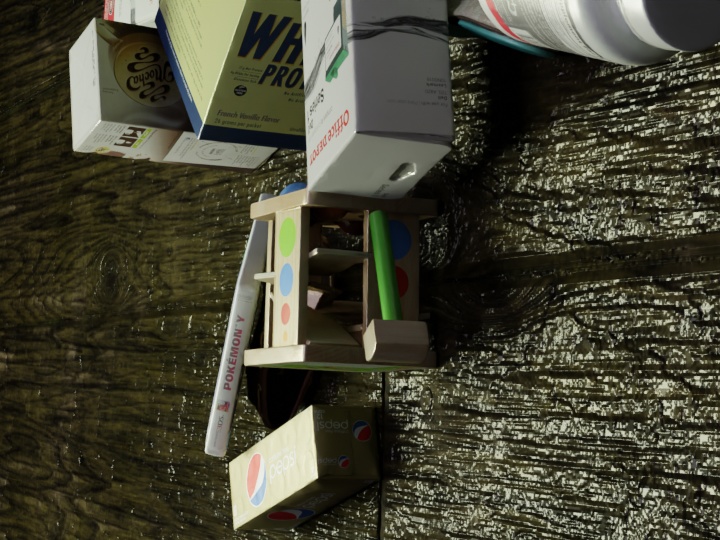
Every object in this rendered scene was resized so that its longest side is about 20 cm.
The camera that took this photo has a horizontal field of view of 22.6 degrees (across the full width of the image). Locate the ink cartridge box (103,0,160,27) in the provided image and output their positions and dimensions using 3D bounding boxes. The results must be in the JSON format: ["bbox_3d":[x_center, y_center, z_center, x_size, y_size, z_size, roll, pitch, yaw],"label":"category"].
[{"bbox_3d":[-0.219,-0.341,2.034,0.200,0.083,0.146,-179,94,-65],"label":"ink cartridge box"}]

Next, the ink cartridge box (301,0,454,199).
[{"bbox_3d":[0.010,-0.173,1.410,0.146,0.083,0.202,135,135,-67],"label":"ink cartridge box"}]

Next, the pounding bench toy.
[{"bbox_3d":[0.000,0.000,1.482,0.199,0.123,0.158,-10,77,64],"label":"pounding bench toy"}]

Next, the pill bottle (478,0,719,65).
[{"bbox_3d":[0.165,-0.195,1.183,0.200,0.110,0.112,27,111,62],"label":"pill bottle"}]

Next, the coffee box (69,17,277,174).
[{"bbox_3d":[-0.185,-0.172,1.805,0.080,0.198,0.114,-36,54,53],"label":"coffee box"}]

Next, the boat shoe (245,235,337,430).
[{"bbox_3d":[-0.060,0.059,1.663,0.071,0.070,0.201,-106,23,-48],"label":"boat shoe"}]

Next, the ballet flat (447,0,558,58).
[{"bbox_3d":[0.098,-0.206,1.379,0.200,0.067,0.063,28,102,62],"label":"ballet flat"}]

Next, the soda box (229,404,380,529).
[{"bbox_3d":[-0.053,0.182,1.637,0.200,0.063,0.069,141,128,-57],"label":"soda box"}]

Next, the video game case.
[{"bbox_3d":[-0.113,0.049,1.725,0.201,0.023,0.184,-84,6,-63],"label":"video game case"}]

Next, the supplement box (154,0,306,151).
[{"bbox_3d":[-0.087,-0.254,1.687,0.201,0.133,0.201,-67,32,34],"label":"supplement box"}]
